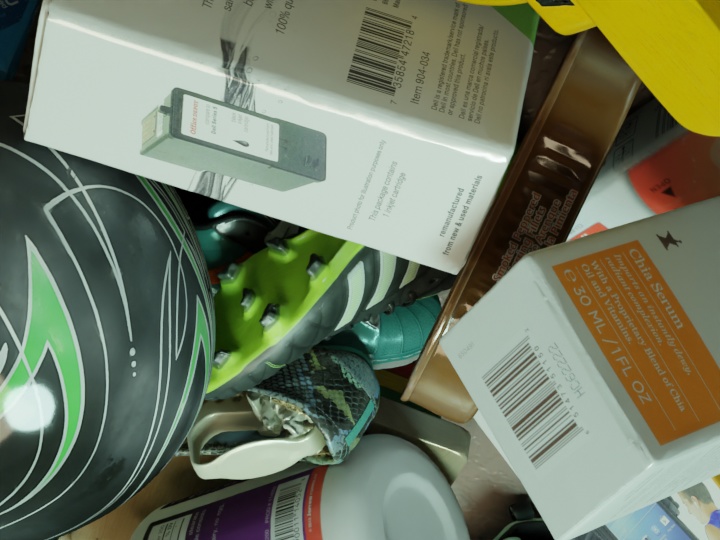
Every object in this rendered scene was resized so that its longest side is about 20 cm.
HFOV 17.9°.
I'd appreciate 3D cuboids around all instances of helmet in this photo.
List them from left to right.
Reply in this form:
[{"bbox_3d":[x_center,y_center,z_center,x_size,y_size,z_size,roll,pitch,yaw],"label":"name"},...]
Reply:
[{"bbox_3d":[-0.159,0.019,1.029,0.190,0.200,0.200,-39,120,12],"label":"helmet"}]

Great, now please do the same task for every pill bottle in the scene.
[{"bbox_3d":[-0.047,0.163,1.196,0.199,0.113,0.112,-22,128,33],"label":"pill bottle"}]

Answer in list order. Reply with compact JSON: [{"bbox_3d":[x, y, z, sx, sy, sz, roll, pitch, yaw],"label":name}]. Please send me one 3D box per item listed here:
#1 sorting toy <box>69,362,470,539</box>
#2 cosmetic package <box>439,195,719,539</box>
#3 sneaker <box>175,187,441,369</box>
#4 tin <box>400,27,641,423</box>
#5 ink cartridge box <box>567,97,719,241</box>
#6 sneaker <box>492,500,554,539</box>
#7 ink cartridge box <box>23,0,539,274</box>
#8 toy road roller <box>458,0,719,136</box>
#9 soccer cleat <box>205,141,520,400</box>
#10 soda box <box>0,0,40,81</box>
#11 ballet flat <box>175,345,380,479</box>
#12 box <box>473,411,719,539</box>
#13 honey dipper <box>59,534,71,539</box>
[{"bbox_3d":[-0.061,0.097,1.265,0.198,0.070,0.200,21,138,-8],"label":"sorting toy"},{"bbox_3d":[0.142,0.031,0.969,0.071,0.199,0.102,-46,69,44],"label":"cosmetic package"},{"bbox_3d":[-0.045,-0.014,1.139,0.199,0.072,0.080,21,141,-7],"label":"sneaker"},{"bbox_3d":[0.075,-0.024,1.026,0.042,0.112,0.201,25,104,-2],"label":"tin"},{"bbox_3d":[0.202,-0.010,1.096,0.200,0.050,0.162,37,133,-20],"label":"ink cartridge box"},{"bbox_3d":[0.044,0.201,1.295,0.200,0.074,0.119,-22,144,-24],"label":"sneaker"},{"bbox_3d":[-0.029,-0.103,0.983,0.199,0.146,0.084,17,139,-4],"label":"ink cartridge box"},{"bbox_3d":[0.094,-0.148,0.929,0.146,0.123,0.200,-12,133,46],"label":"toy road roller"},{"bbox_3d":[0.000,0.000,1.093,0.200,0.068,0.081,-42,130,4],"label":"soccer cleat"},{"bbox_3d":[-0.219,-0.065,1.136,0.068,0.064,0.200,21,138,-8],"label":"soda box"},{"bbox_3d":[-0.089,0.074,1.145,0.199,0.074,0.074,-6,135,22],"label":"ballet flat"},{"bbox_3d":[0.134,0.095,1.111,0.200,0.041,0.119,51,142,3],"label":"box"},{"bbox_3d":[-0.177,0.112,1.210,0.038,0.038,0.200,9,151,5],"label":"honey dipper"}]
